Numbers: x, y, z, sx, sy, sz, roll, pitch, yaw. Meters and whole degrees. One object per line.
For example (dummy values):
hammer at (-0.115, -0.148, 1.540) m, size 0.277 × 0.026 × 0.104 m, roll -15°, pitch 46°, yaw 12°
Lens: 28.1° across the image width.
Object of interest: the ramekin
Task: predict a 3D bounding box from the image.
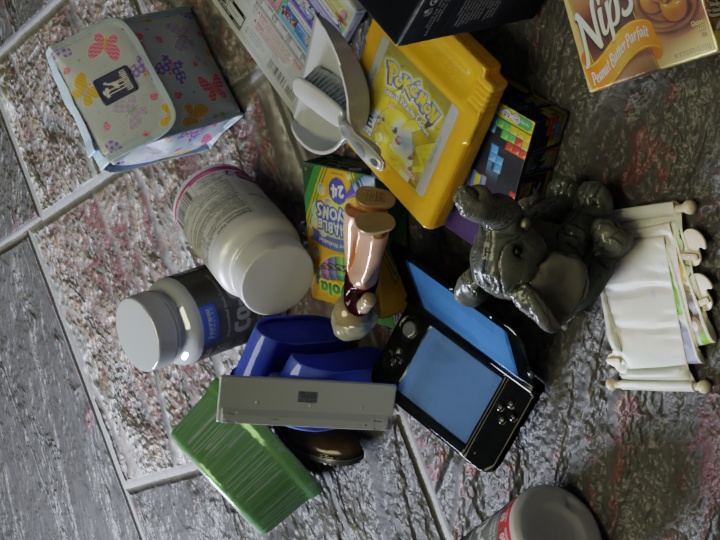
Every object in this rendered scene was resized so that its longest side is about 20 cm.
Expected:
ramekin at (-0.151, 0.242, 1.838) m, size 0.200 × 0.098 × 0.200 m, roll 45°, pitch 171°, yaw 10°

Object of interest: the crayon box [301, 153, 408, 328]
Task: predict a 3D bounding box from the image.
crayon box at (-0.004, -0.026, 1.673) m, size 0.125 × 0.051 × 0.201 m, roll 15°, pitch 116°, yaw 45°

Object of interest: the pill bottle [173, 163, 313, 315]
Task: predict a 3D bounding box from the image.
pill bottle at (-0.141, -0.037, 1.743) m, size 0.200 × 0.113 × 0.114 m, roll 48°, pitch 138°, yaw 47°

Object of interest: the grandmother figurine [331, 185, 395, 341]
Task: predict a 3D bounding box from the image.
grandmother figurine at (0.000, 0.000, 1.572) m, size 0.060 × 0.122 × 0.201 m, roll 13°, pitch 134°, yaw 1°

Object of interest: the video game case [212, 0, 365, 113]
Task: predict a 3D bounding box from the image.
video game case at (-0.087, -0.311, 1.676) m, size 0.200 × 0.022 × 0.182 m, roll 55°, pitch 138°, yaw 19°

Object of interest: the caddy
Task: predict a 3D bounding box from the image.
caddy at (-0.062, 0.129, 1.700) m, size 0.141 × 0.200 × 0.105 m, roll 34°, pitch 112°, yaw 34°

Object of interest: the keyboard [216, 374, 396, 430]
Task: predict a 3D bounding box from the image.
keyboard at (-0.060, 0.148, 1.609) m, size 0.011 × 0.199 × 0.057 m, roll -127°, pitch 41°, yaw -75°

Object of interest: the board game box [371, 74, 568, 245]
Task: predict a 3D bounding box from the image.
board game box at (0.107, -0.131, 1.499) m, size 0.200 × 0.057 × 0.166 m, roll 36°, pitch 129°, yaw 35°

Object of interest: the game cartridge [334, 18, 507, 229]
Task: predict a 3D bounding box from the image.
game cartridge at (0.057, -0.172, 1.471) m, size 0.176 × 0.032 × 0.200 m, roll 49°, pitch 138°, yaw 28°

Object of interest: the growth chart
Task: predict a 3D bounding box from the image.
growth chart at (0.283, 0.029, 1.392) m, size 0.144 × 0.018 × 0.201 m, roll 5°, pitch 108°, yaw 48°

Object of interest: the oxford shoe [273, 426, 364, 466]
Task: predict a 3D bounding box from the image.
oxford shoe at (-0.069, 0.178, 1.816) m, size 0.200 × 0.072 × 0.085 m, roll 32°, pitch 126°, yaw 37°

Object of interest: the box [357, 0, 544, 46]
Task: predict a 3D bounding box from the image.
box at (0.068, -0.328, 1.350) m, size 0.197 × 0.199 × 0.118 m, roll 52°, pitch 136°, yaw 21°

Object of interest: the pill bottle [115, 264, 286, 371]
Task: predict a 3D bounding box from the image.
pill bottle at (-0.200, 0.053, 1.814) m, size 0.114 × 0.199 × 0.114 m, roll 22°, pitch 121°, yaw 42°

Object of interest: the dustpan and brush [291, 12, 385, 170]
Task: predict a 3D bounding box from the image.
dustpan and brush at (-0.021, -0.163, 1.499) m, size 0.200 × 0.057 × 0.140 m, roll 42°, pitch 132°, yaw 34°

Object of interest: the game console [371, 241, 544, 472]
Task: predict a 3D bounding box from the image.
game console at (0.088, 0.095, 1.557) m, size 0.200 × 0.116 × 0.176 m, roll 37°, pitch 105°, yaw 35°

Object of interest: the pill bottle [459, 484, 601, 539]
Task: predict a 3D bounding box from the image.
pill bottle at (0.164, 0.324, 1.573) m, size 0.114 × 0.114 × 0.200 m, roll 58°, pitch 139°, yaw 15°

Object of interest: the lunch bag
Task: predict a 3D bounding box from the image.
lunch bag at (-0.272, -0.222, 1.785) m, size 0.127 × 0.199 × 0.170 m, roll -36°, pitch 77°, yaw 50°

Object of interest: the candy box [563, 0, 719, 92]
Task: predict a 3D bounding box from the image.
candy box at (0.254, -0.231, 1.248) m, size 0.200 × 0.055 × 0.116 m, roll -8°, pitch 99°, yaw 68°

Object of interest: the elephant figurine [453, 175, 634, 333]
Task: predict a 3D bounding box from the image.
elephant figurine at (0.150, -0.009, 1.358) m, size 0.141 × 0.200 × 0.156 m, roll -34°, pitch 82°, yaw 47°
